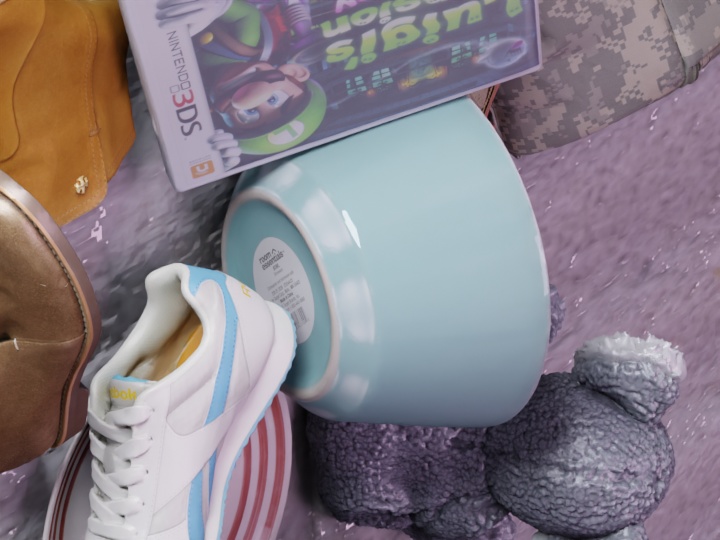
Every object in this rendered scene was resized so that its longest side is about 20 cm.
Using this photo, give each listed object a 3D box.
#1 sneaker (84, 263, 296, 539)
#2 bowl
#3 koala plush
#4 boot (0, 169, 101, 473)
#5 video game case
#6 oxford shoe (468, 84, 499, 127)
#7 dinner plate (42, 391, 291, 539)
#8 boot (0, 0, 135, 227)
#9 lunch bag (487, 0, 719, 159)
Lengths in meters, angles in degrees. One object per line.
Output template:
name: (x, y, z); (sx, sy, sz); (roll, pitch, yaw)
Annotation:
sneaker: (-0.106, 0.094, 1.432); (0.081, 0.076, 0.200); (32, 73, -42)
bowl: (0.000, 0.000, 1.496); (0.105, 0.201, 0.201); (-18, 119, -30)
koala plush: (0.091, 0.100, 1.633); (0.184, 0.200, 0.178); (6, 99, -55)
boot: (-0.169, 0.034, 1.319); (0.075, 0.074, 0.200); (-36, 152, -28)
video game case: (-0.011, -0.122, 1.376); (0.200, 0.023, 0.182); (-19, 150, -5)
oxford shoe: (0.033, -0.094, 1.565); (0.074, 0.071, 0.200); (-48, 150, -26)
dinner plate: (-0.106, 0.125, 1.519); (0.200, 0.024, 0.200); (-26, 123, -49)
boot: (-0.167, -0.076, 1.308); (0.201, 0.071, 0.144); (-38, 132, -47)
lunch bag: (0.109, -0.178, 1.604); (0.168, 0.139, 0.200); (-40, 133, -17)
